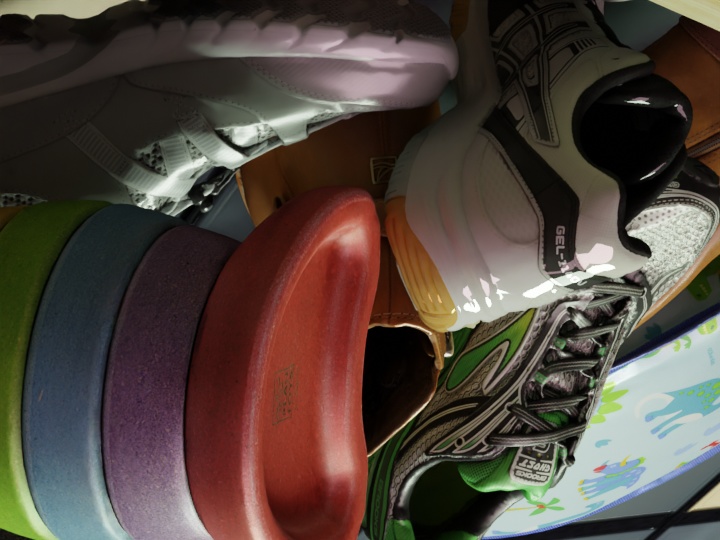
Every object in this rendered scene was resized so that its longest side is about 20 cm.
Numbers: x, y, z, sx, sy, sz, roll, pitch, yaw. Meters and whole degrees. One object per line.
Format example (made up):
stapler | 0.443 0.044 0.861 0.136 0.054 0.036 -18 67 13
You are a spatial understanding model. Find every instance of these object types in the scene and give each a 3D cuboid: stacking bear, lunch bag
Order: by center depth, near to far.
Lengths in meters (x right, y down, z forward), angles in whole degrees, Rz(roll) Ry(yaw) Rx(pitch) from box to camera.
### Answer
stacking bear | -0.107 0.028 0.808 0.199 0.122 0.114 6 -172 18
lunch bag | 0.074 0.039 1.124 0.200 0.128 0.170 -32 154 0

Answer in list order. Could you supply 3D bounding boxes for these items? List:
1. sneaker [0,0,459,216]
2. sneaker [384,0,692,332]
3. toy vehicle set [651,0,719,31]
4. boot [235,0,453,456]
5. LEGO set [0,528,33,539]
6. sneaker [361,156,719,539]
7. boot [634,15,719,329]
sneaker | -0.064 -0.049 0.859 0.199 0.082 0.075 -7 -162 9
sneaker | 0.074 -0.052 0.877 0.087 0.200 0.076 -11 125 23
toy vehicle set | 0.135 -0.135 0.837 0.026 0.125 0.200 -5 168 38
boot | 0.000 0.000 0.947 0.076 0.156 0.200 0 150 -12
LEGO set | -0.103 0.101 0.995 0.199 0.154 0.116 -20 138 -20
sneaker | 0.069 0.037 0.959 0.078 0.085 0.200 19 122 -32
boot | 0.156 -0.016 0.992 0.200 0.189 0.068 -35 -169 11
